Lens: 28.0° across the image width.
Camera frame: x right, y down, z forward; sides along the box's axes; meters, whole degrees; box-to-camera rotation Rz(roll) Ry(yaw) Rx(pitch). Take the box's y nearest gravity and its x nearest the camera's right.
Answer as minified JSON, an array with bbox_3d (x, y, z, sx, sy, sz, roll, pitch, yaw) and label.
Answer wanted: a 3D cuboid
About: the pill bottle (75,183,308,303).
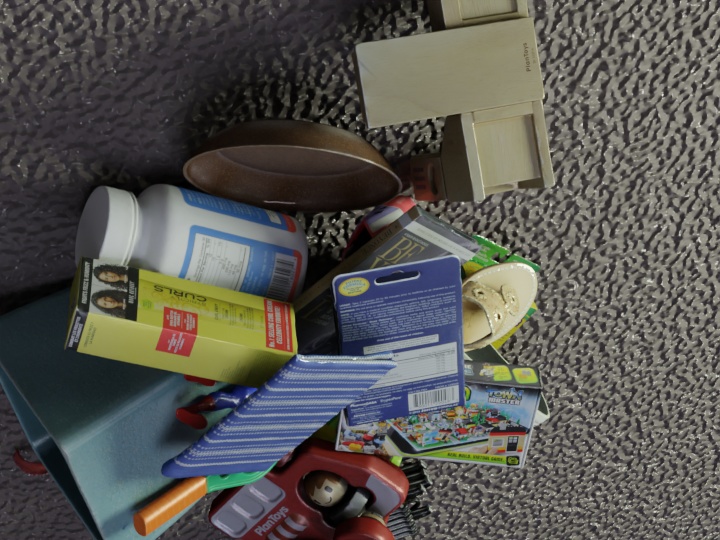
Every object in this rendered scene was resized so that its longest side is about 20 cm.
[{"bbox_3d":[-0.158,-0.017,1.341,0.198,0.113,0.113,14,126,-29],"label":"pill bottle"}]

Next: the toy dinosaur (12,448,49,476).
[{"bbox_3d":[-0.235,0.179,1.510,0.198,0.105,0.183,20,114,-27],"label":"toy dinosaur"}]

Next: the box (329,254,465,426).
[{"bbox_3d":[0.036,0.060,1.346,0.119,0.033,0.202,-9,134,-5],"label":"box"}]

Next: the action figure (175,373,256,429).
[{"bbox_3d":[-0.099,0.106,1.369,0.199,0.051,0.066,-15,116,-64],"label":"action figure"}]

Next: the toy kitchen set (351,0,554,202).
[{"bbox_3d":[0.057,-0.161,1.311,0.161,0.180,0.203,-10,95,-14],"label":"toy kitchen set"}]

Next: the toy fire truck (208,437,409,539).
[{"bbox_3d":[-0.051,0.252,1.534,0.167,0.113,0.200,34,127,-14],"label":"toy fire truck"}]

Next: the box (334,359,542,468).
[{"bbox_3d":[0.077,0.141,1.468,0.197,0.035,0.111,6,125,-4],"label":"box"}]

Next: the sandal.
[{"bbox_3d":[0.103,0.055,1.415,0.209,0.069,0.079,-19,109,-22],"label":"sandal"}]

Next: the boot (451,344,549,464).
[{"bbox_3d":[0.098,0.142,1.549,0.143,0.073,0.200,-31,137,18],"label":"boot"}]

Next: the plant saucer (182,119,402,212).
[{"bbox_3d":[-0.060,-0.096,1.299,0.197,0.037,0.201,4,167,1],"label":"plant saucer"}]

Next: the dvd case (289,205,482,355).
[{"bbox_3d":[0.009,0.019,1.374,0.199,0.016,0.148,-38,155,15],"label":"dvd case"}]

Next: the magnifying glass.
[{"bbox_3d":[-0.138,0.192,1.384,0.199,0.022,0.081,-34,138,-41],"label":"magnifying glass"}]

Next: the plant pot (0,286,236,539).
[{"bbox_3d":[-0.220,0.121,1.399,0.199,0.196,0.198,-32,139,-20],"label":"plant pot"}]

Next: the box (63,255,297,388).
[{"bbox_3d":[-0.156,0.048,1.266,0.197,0.076,0.050,15,127,-16],"label":"box"}]

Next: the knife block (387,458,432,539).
[{"bbox_3d":[-0.020,0.268,1.705,0.198,0.176,0.064,15,144,30],"label":"knife block"}]

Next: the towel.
[{"bbox_3d":[-0.075,0.129,1.301,0.200,0.024,0.144,-41,154,30],"label":"towel"}]

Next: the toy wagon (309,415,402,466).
[{"bbox_3d":[-0.019,0.169,1.565,0.154,0.040,0.200,34,133,-8],"label":"toy wagon"}]

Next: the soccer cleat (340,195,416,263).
[{"bbox_3d":[0.000,0.000,1.420,0.076,0.067,0.201,-20,157,-37],"label":"soccer cleat"}]

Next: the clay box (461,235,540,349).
[{"bbox_3d":[0.099,0.057,1.546,0.114,0.048,0.200,22,122,-36],"label":"clay box"}]
